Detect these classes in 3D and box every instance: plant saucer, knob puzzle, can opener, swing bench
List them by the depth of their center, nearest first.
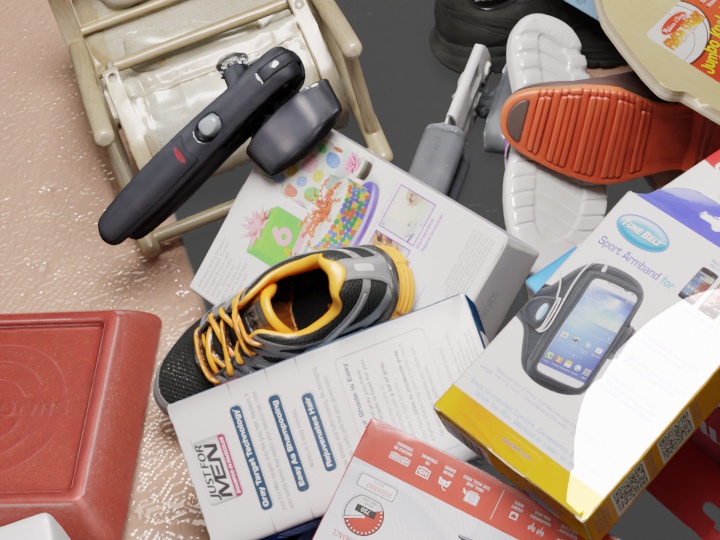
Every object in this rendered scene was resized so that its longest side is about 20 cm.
[{"bbox_3d":[-0.105,-0.079,1.317,0.200,0.063,0.079,-35,73,23],"label":"can opener"},{"bbox_3d":[-0.247,0.101,1.335,0.199,0.037,0.201,-2,49,10],"label":"plant saucer"},{"bbox_3d":[0.239,-0.158,1.341,0.219,0.031,0.220,12,44,-12],"label":"knob puzzle"},{"bbox_3d":[0.075,-0.076,1.399,0.067,0.053,0.201,10,58,17],"label":"can opener"},{"bbox_3d":[-0.107,-0.148,1.445,0.198,0.130,0.200,-21,47,-3],"label":"swing bench"}]

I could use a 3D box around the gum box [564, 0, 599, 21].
[{"bbox_3d":[0.190,-0.257,1.432,0.200,0.045,0.170,31,53,-2],"label":"gum box"}]

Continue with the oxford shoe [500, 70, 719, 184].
[{"bbox_3d":[0.187,-0.106,1.372,0.199,0.071,0.073,5,32,-17],"label":"oxford shoe"}]

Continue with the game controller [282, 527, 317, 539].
[{"bbox_3d":[-0.026,0.195,1.225,0.104,0.042,0.200,35,66,30],"label":"game controller"}]

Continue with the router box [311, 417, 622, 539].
[{"bbox_3d":[0.058,0.209,1.129,0.199,0.049,0.180,25,85,13],"label":"router box"}]

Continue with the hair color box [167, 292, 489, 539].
[{"bbox_3d":[-0.008,0.097,1.216,0.199,0.061,0.100,-21,78,7],"label":"hair color box"}]

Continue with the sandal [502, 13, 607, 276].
[{"bbox_3d":[0.131,-0.083,1.391,0.082,0.050,0.204,14,66,-22],"label":"sandal"}]

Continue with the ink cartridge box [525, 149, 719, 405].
[{"bbox_3d":[0.215,0.005,1.195,0.200,0.067,0.116,-34,55,-9],"label":"ink cartridge box"}]

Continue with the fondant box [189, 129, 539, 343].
[{"bbox_3d":[0.000,0.000,1.315,0.200,0.058,0.145,32,97,28],"label":"fondant box"}]

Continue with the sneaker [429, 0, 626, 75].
[{"bbox_3d":[0.149,-0.200,1.450,0.199,0.091,0.076,-11,53,-2],"label":"sneaker"}]

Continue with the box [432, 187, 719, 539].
[{"bbox_3d":[0.151,0.045,1.120,0.200,0.042,0.119,-45,57,-13],"label":"box"}]

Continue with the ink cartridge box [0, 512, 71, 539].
[{"bbox_3d":[-0.224,0.265,1.167,0.147,0.086,0.201,-18,55,-1],"label":"ink cartridge box"}]

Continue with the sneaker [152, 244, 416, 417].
[{"bbox_3d":[-0.063,0.036,1.267,0.200,0.077,0.079,-32,69,23],"label":"sneaker"}]

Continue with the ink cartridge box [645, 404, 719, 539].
[{"bbox_3d":[0.273,0.096,1.212,0.175,0.084,0.200,-39,55,-15],"label":"ink cartridge box"}]
